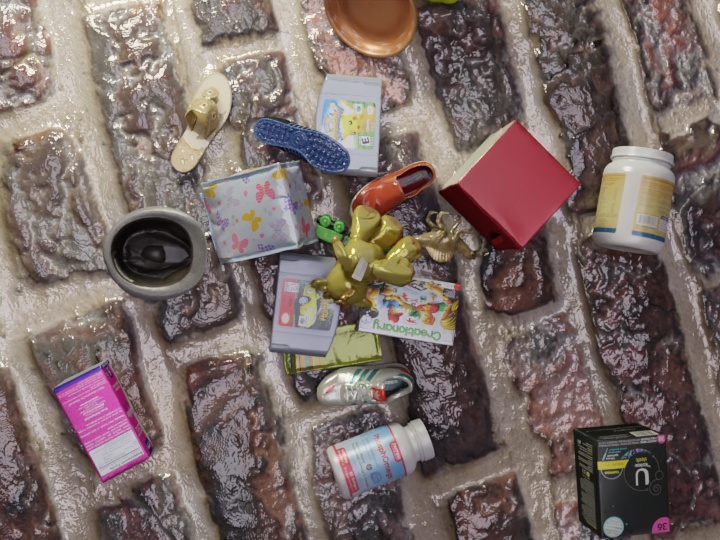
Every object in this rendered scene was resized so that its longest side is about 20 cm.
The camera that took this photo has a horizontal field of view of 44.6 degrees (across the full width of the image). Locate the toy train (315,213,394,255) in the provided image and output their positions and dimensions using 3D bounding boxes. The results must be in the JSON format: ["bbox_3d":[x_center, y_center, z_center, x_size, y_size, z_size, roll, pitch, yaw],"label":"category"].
[{"bbox_3d":[-0.002,-0.055,1.761,0.199,0.042,0.057,23,101,-3],"label":"toy train"}]

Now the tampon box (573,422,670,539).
[{"bbox_3d":[0.535,0.429,1.806,0.149,0.126,0.201,-4,92,-8],"label":"tampon box"}]

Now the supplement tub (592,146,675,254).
[{"bbox_3d":[0.560,-0.141,1.794,0.144,0.145,0.201,11,89,-8],"label":"supplement tub"}]

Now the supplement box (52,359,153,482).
[{"bbox_3d":[-0.485,0.284,1.669,0.103,0.101,0.201,-26,95,-8],"label":"supplement box"}]

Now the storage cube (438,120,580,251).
[{"bbox_3d":[0.291,-0.165,1.743,0.180,0.171,0.200,43,85,-5],"label":"storage cube"}]

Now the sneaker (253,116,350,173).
[{"bbox_3d":[-0.109,-0.251,1.718,0.199,0.078,0.070,24,105,-1],"label":"sneaker"}]

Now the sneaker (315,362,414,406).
[{"bbox_3d":[0.012,0.232,1.740,0.199,0.093,0.071,-8,101,-9],"label":"sneaker"}]

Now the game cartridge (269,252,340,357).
[{"bbox_3d":[-0.106,0.068,1.747,0.132,0.041,0.201,6,85,-12],"label":"game cartridge"}]

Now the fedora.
[{"bbox_3d":[-0.386,-0.032,1.685,0.199,0.090,0.178,-5,90,-2],"label":"fedora"}]

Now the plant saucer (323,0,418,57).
[{"bbox_3d":[0.023,-0.509,1.704,0.200,0.200,0.038,39,52,-7],"label":"plant saucer"}]

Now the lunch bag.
[{"bbox_3d":[-0.202,-0.111,1.693,0.199,0.127,0.170,-12,95,20],"label":"lunch bag"}]

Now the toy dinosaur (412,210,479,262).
[{"bbox_3d":[0.156,-0.068,1.780,0.199,0.058,0.102,8,91,-8],"label":"toy dinosaur"}]

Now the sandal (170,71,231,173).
[{"bbox_3d":[-0.307,-0.289,1.704,0.077,0.070,0.212,24,87,-8],"label":"sandal"}]

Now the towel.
[{"bbox_3d":[-0.057,0.155,1.772,0.199,0.018,0.087,-7,92,-8],"label":"towel"}]

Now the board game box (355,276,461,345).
[{"bbox_3d":[0.097,0.076,1.779,0.199,0.035,0.127,9,83,-8],"label":"board game box"}]

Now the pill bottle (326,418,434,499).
[{"bbox_3d":[0.040,0.368,1.742,0.199,0.109,0.109,-21,93,-8],"label":"pill bottle"}]

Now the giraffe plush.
[{"bbox_3d":[0.000,0.000,1.688,0.173,0.162,0.200,43,47,4],"label":"giraffe plush"}]

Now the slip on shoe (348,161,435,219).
[{"bbox_3d":[0.065,-0.160,1.765,0.199,0.061,0.074,-29,96,-6],"label":"slip on shoe"}]

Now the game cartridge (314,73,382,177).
[{"bbox_3d":[-0.026,-0.291,1.763,0.133,0.040,0.201,2,90,-5],"label":"game cartridge"}]

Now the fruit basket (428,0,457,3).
[{"bbox_3d":[0.126,-0.604,1.724,0.215,0.216,0.156,-14,90,-8],"label":"fruit basket"}]
